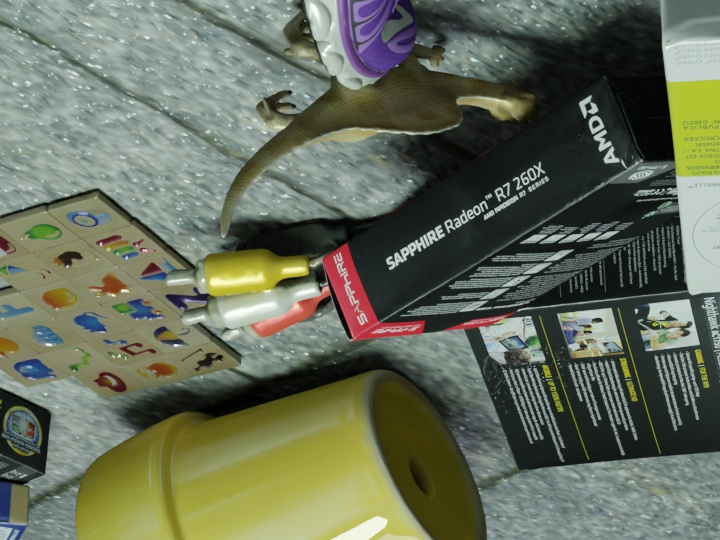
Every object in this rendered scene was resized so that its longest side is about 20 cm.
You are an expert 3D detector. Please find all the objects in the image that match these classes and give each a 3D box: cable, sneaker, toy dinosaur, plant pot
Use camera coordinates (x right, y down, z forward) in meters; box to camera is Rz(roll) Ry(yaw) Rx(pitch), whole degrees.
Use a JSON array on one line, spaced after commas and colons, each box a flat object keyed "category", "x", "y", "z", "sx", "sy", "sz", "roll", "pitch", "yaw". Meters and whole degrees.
[{"category": "cable", "x": 0.000, "y": 0.000, "z": 1.524, "sx": 0.199, "sy": 0.051, "sz": 0.097, "roll": -11, "pitch": 150, "yaw": 22}, {"category": "sneaker", "x": 0.010, "y": -0.150, "z": 1.233, "sx": 0.083, "sy": 0.081, "sz": 0.200, "roll": -8, "pitch": 151, "yaw": 1}, {"category": "toy dinosaur", "x": -0.004, "y": -0.078, "z": 1.321, "sx": 0.199, "sy": 0.101, "sz": 0.058, "roll": -17, "pitch": 123, "yaw": -33}, {"category": "plant pot", "x": -0.036, "y": 0.158, "z": 1.682, "sx": 0.188, "sy": 0.201, "sz": 0.201, "roll": -28, "pitch": 141, "yaw": 20}]

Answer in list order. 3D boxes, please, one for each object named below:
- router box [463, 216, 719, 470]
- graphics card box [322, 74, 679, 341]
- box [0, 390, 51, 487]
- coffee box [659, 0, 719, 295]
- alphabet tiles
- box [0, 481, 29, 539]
[{"category": "router box", "x": 0.143, "y": 0.044, "z": 1.590, "sx": 0.148, "sy": 0.051, "sz": 0.200, "roll": -6, "pitch": 150, "yaw": 10}, {"category": "graphics card box", "x": 0.091, "y": -0.031, "z": 1.397, "sx": 0.200, "sy": 0.051, "sz": 0.125, "roll": -31, "pitch": 163, "yaw": 38}, {"category": "box", "x": -0.314, "y": 0.107, "z": 1.744, "sx": 0.200, "sy": 0.044, "sz": 0.160, "roll": -24, "pitch": 141, "yaw": 37}, {"category": "coffee box", "x": 0.220, "y": -0.124, "z": 1.134, "sx": 0.199, "sy": 0.200, "sz": 0.198, "roll": -3, "pitch": 151, "yaw": 8}, {"category": "alphabet tiles", "x": -0.161, "y": 0.021, "z": 1.617, "sx": 0.167, "sy": 0.008, "sz": 0.200, "roll": -15, "pitch": 147, "yaw": 27}, {"category": "box", "x": -0.314, "y": 0.153, "z": 1.745, "sx": 0.199, "sy": 0.033, "sz": 0.121, "roll": 9, "pitch": 150, "yaw": -17}]
